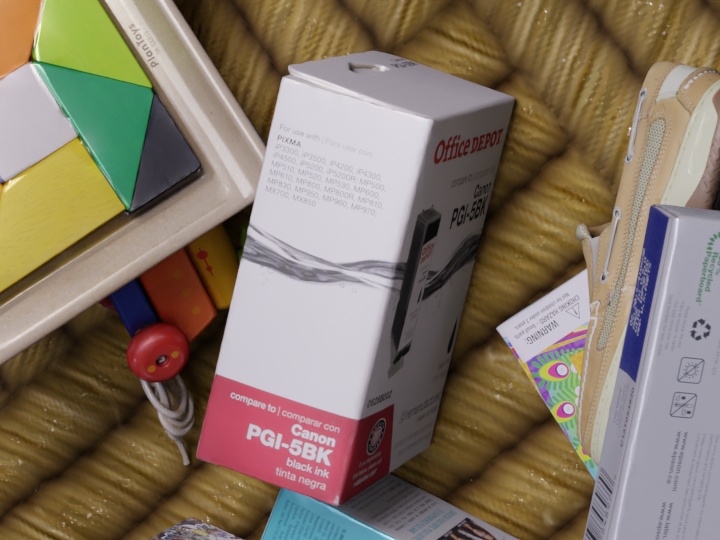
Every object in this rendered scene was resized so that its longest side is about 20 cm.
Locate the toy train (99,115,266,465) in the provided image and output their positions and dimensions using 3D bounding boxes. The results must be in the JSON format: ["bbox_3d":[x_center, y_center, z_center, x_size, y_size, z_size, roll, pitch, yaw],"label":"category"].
[{"bbox_3d":[-0.080,0.008,1.312,0.115,0.085,0.200,-28,130,-4],"label":"toy train"}]

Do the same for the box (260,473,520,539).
[{"bbox_3d":[0.052,0.165,1.276,0.200,0.082,0.049,26,107,16],"label":"box"}]

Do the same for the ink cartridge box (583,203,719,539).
[{"bbox_3d":[0.214,0.077,1.155,0.199,0.041,0.200,8,102,-14],"label":"ink cartridge box"}]

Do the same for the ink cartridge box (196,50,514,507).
[{"bbox_3d":[0.000,0.000,1.237,0.083,0.147,0.201,18,104,17],"label":"ink cartridge box"}]

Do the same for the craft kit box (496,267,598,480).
[{"bbox_3d":[0.202,0.057,1.224,0.200,0.049,0.198,-35,87,22],"label":"craft kit box"}]

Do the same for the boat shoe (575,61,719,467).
[{"bbox_3d":[0.138,-0.003,1.189,0.076,0.072,0.201,25,101,35],"label":"boat shoe"}]

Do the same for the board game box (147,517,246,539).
[{"bbox_3d":[-0.046,0.249,1.318,0.199,0.097,0.160,20,104,18],"label":"board game box"}]

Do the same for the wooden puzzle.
[{"bbox_3d":[-0.169,-0.068,1.201,0.200,0.037,0.185,-33,92,-4],"label":"wooden puzzle"}]
